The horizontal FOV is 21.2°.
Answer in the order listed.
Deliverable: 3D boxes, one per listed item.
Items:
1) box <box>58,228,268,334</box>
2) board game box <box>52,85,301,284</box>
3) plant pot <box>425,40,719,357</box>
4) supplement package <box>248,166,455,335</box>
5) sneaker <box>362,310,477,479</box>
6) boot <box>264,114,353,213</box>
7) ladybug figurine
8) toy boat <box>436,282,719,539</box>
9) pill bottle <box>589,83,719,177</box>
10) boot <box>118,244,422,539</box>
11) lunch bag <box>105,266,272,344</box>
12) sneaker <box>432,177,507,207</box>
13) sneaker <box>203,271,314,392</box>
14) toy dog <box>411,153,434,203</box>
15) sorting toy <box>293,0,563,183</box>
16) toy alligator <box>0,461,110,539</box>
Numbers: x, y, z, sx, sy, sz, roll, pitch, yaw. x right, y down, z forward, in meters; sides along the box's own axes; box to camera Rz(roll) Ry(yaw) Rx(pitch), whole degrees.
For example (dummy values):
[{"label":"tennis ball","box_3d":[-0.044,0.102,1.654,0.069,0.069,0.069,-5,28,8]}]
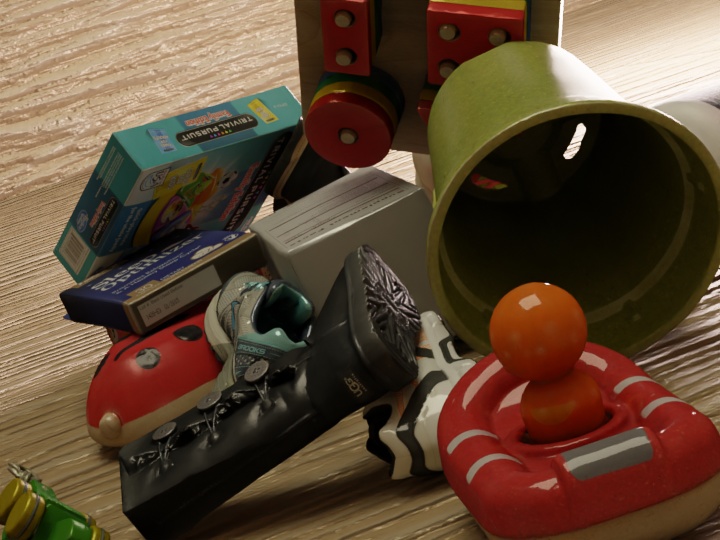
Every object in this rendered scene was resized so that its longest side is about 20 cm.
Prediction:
[{"label":"box","box_3d":[-0.169,0.006,1.568,0.121,0.032,0.200,-30,14,-23]},{"label":"board game box","box_3d":[-0.151,-0.073,1.652,0.200,0.047,0.151,-21,-26,-44]},{"label":"plant pot","box_3d":[0.126,-0.063,1.310,0.200,0.201,0.184,-17,32,0]},{"label":"supplement package","box_3d":[0.000,0.000,1.500,0.117,0.117,0.200,-26,13,-7]},{"label":"sneaker","box_3d":[0.032,0.079,1.226,0.080,0.074,0.200,-20,11,-5]},{"label":"boot","box_3d":[-0.004,-0.061,1.654,0.078,0.138,0.200,-60,-7,-7]},{"label":"ladybug figurine","box_3d":[-0.140,0.076,1.488,0.136,0.072,0.200,-10,14,30]},{"label":"toy boat","box_3d":[0.105,0.069,1.019,0.130,0.131,0.200,-18,12,-6]},{"label":"pill bottle","box_3d":[0.264,-0.077,1.461,0.120,0.120,0.200,-7,8,41]},{"label":"boot","box_3d":[-0.059,0.078,1.224,0.200,0.066,0.165,-37,13,14]},{"label":"lunch bag","box_3d":[-0.146,0.019,1.730,0.176,0.082,0.200,-21,15,-9]},{"label":"sneaker","box_3d":[0.105,-0.041,1.508,0.078,0.090,0.200,-6,6,-27]},{"label":"sneaker","box_3d":[-0.062,0.042,1.405,0.078,0.086,0.200,20,21,-17]},{"label":"toy dog","box_3d":[0.116,-0.140,1.798,0.139,0.194,0.200,-8,-8,-1]},{"label":"sorting toy","box_3d":[0.045,-0.148,1.440,0.200,0.199,0.070,8,47,10]},{"label":"toy alligator","box_3d":[-0.207,0.166,1.217,0.054,0.059,0.200,-60,20,-6]}]
